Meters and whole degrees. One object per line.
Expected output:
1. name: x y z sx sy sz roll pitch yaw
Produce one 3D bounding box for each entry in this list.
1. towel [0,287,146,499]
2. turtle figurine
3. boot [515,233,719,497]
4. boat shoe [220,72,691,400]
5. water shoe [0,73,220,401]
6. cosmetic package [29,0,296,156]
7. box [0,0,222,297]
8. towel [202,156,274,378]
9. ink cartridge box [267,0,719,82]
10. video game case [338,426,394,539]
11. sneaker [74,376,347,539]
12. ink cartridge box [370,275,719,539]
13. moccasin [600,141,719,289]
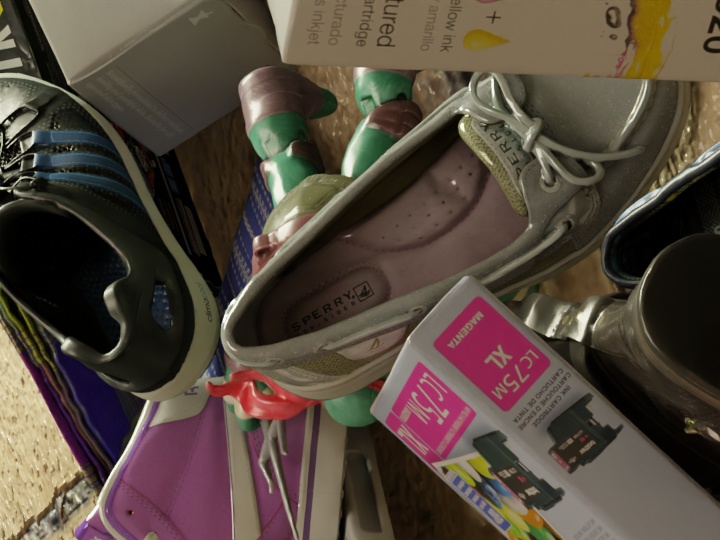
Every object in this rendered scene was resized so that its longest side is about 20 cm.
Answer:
1. towel: -0.114 0.064 1.419 0.201 0.023 0.144 61 -166 -9
2. turtle figurine: 0.000 0.000 1.215 0.101 0.149 0.201 51 -150 -59
3. boot: 0.151 0.056 1.030 0.200 0.069 0.174 38 167 0
4. boat shoe: 0.036 -0.024 1.120 0.201 0.065 0.075 -34 74 10
5. water shoe: -0.132 -0.027 1.268 0.072 0.079 0.200 -51 54 10
6. cosmetic package: -0.117 -0.165 1.370 0.201 0.090 0.107 66 -168 26
7. box: -0.144 -0.082 1.426 0.201 0.049 0.160 69 -167 15
8. towel: -0.045 0.040 1.387 0.201 0.024 0.145 109 151 -45
9. ink cartridge box: 0.072 -0.158 0.945 0.145 0.199 0.148 -105 21 -51
10. video game case: -0.010 0.189 1.317 0.182 0.023 0.201 -104 21 -70
11. sneaker: -0.068 0.146 1.272 0.073 0.113 0.202 130 143 -75
12. ink cartridge box: 0.092 0.093 1.068 0.200 0.042 0.119 40 165 5
13. moccasin: 0.154 -0.018 1.014 0.200 0.068 0.081 -36 69 57
